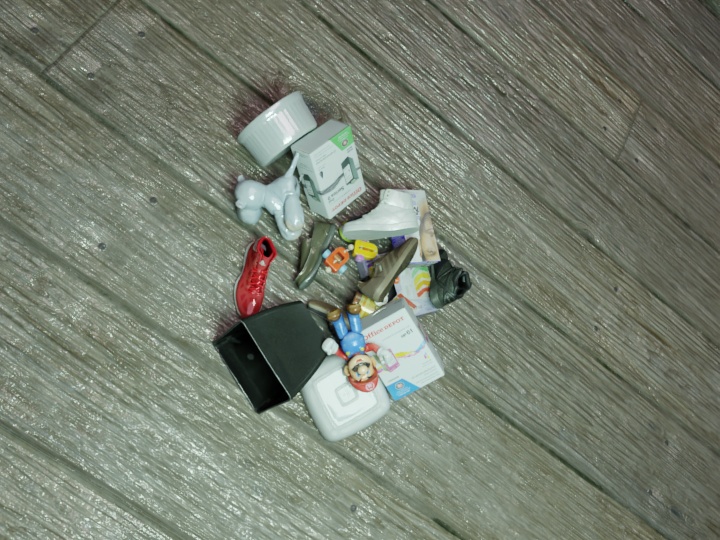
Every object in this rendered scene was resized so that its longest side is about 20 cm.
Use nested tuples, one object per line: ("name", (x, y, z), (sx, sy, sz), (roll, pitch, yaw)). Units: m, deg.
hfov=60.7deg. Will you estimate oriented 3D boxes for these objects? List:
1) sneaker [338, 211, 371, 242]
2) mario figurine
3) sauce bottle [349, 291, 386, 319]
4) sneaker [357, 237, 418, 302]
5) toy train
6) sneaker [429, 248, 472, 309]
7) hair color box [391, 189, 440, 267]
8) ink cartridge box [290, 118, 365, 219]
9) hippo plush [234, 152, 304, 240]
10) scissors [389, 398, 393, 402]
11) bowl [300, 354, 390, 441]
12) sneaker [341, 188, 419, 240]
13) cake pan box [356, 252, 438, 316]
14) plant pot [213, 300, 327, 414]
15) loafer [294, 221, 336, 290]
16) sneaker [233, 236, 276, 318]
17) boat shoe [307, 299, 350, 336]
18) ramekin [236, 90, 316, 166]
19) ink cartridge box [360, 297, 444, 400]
("sneaker", (0.043, -0.125, 1.652), (0.198, 0.081, 0.075), (-18, 83, -26))
("mario figurine", (-0.007, 0.180, 1.391), (0.106, 0.122, 0.203), (-24, 96, -56))
("sauce bottle", (0.064, 0.122, 1.548), (0.198, 0.066, 0.067), (25, 67, -4))
("sneaker", (0.069, -0.018, 1.517), (0.075, 0.071, 0.201), (30, 65, 17))
("toy train", (0.000, 0.000, 1.562), (0.199, 0.056, 0.151), (40, 61, -2))
("sneaker", (0.247, 0.010, 1.658), (0.077, 0.113, 0.201), (55, 28, -31))
("hair color box", (0.136, -0.111, 1.634), (0.108, 0.065, 0.203), (-4, 78, -36))
("ink cartridge box", (-0.078, -0.258, 1.575), (0.146, 0.084, 0.202), (-41, 136, -25))
("hippo plush", (-0.226, -0.159, 1.500), (0.158, 0.201, 0.161), (-3, 55, -15))
("scissors", (-0.003, 0.270, 1.532), (0.197, 0.014, 0.074), (17, 82, -2))
("bowl", (-0.036, 0.296, 1.482), (0.198, 0.075, 0.202), (-26, 88, -10))
("sneaker", (0.043, -0.144, 1.552), (0.197, 0.074, 0.117), (-6, 75, -12))
("cake pan box", (0.097, 0.042, 1.647), (0.197, 0.052, 0.187), (-10, 77, -24))
("plant pot", (-0.189, 0.184, 1.417), (0.177, 0.199, 0.201), (-32, 89, -37))
("loafer", (-0.127, -0.042, 1.571), (0.069, 0.075, 0.202), (25, 62, -2))
("sneaker", (-0.252, 0.012, 1.471), (0.077, 0.115, 0.203), (8, 73, -20))
("boat shoe", (-0.050, 0.138, 1.549), (0.198, 0.072, 0.065), (26, 100, -13))
("ramekin", (-0.205, -0.352, 1.551), (0.200, 0.200, 0.098), (-41, 100, -26))
("ink cartridge box", (0.093, 0.189, 1.488), (0.143, 0.085, 0.201), (-30, 101, 11))
